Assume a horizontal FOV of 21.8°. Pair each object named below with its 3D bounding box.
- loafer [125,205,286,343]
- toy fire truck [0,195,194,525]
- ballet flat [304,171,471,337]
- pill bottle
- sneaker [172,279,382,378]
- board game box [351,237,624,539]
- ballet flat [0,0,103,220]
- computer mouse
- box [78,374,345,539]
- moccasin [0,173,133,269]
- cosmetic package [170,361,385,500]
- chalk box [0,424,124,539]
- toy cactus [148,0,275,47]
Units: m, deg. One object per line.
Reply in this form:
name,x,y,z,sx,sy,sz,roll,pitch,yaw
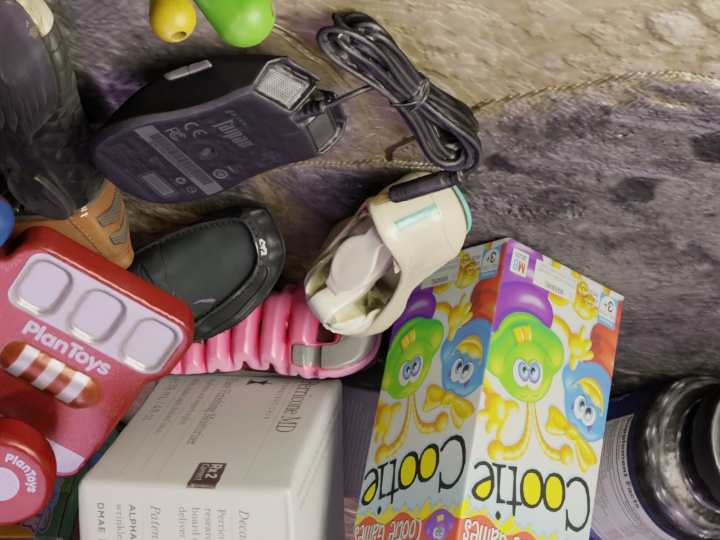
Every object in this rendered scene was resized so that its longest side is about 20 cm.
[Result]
loafer,-0.126,0.019,1.156,0.200,0.069,0.070,-29,169,37
toy fire truck,-0.218,0.037,1.097,0.199,0.112,0.168,31,115,-17
ballet flat,0.000,0.000,1.093,0.069,0.070,0.200,16,154,-11
pill bottle,0.210,0.133,1.265,0.111,0.113,0.200,21,157,-22
sneaker,-0.075,0.039,1.252,0.198,0.080,0.095,9,175,14
board game box,0.076,0.099,1.123,0.104,0.202,0.103,24,157,-32
ballet flat,-0.175,-0.096,0.992,0.066,0.057,0.200,16,154,8
computer mouse,-0.034,-0.073,0.966,0.199,0.046,0.140,-19,141,34
box,-0.086,0.190,1.180,0.129,0.202,0.199,2,-164,8
moccasin,-0.232,-0.022,1.157,0.199,0.074,0.078,-4,127,17
cosmetic package,-0.041,0.102,1.317,0.198,0.091,0.107,14,-171,-1
chalk box,-0.253,0.204,1.694,0.199,0.125,0.125,-6,152,37
toy cactus,-0.110,-0.166,0.731,0.164,0.103,0.199,19,172,43
